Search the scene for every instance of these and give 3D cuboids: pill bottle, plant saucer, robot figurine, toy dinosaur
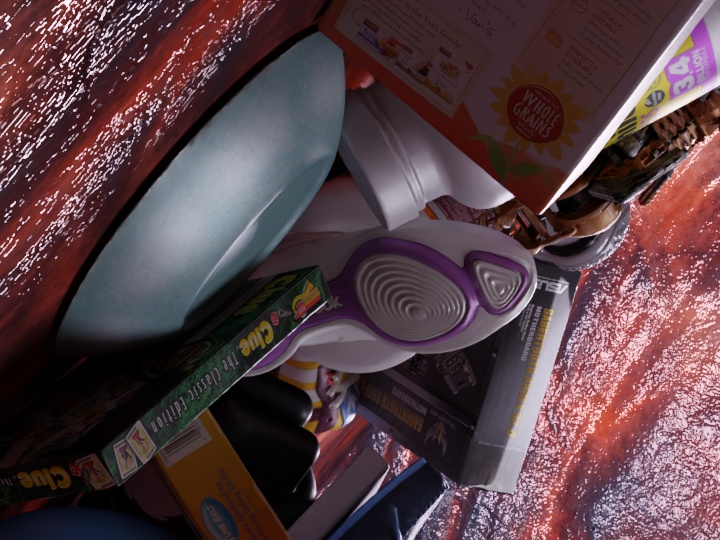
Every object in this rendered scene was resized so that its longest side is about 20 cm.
[{"bbox_3d":[0.023,-0.013,1.318,0.114,0.114,0.200,-51,173,19],"label":"pill bottle"},{"bbox_3d":[-0.062,-0.024,1.010,0.201,0.039,0.201,-48,174,-7],"label":"plant saucer"},{"bbox_3d":[-0.105,0.152,1.348,0.200,0.125,0.150,-53,167,23],"label":"robot figurine"},{"bbox_3d":[0.084,-0.099,1.096,0.199,0.105,0.104,-28,172,-4],"label":"pill bottle"},{"bbox_3d":[0.116,-0.064,1.178,0.199,0.103,0.136,-16,-154,-3],"label":"toy dinosaur"}]

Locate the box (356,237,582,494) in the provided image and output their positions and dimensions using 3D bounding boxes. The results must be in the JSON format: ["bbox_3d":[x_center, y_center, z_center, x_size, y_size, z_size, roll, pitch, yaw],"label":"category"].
[{"bbox_3d":[0.061,0.045,1.485,0.200,0.048,0.159,29,-75,59],"label":"box"}]

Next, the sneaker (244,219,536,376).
[{"bbox_3d":[0.000,0.000,1.163,0.199,0.075,0.100,-7,-158,19],"label":"sneaker"}]

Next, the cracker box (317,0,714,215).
[{"bbox_3d":[0.085,-0.139,0.916,0.058,0.134,0.200,-42,171,-48],"label":"cracker box"}]

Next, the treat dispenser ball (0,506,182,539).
[{"bbox_3d":[-0.150,0.224,1.117,0.201,0.201,0.201,-48,174,-7],"label":"treat dispenser ball"}]

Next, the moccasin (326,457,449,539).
[{"bbox_3d":[-0.010,0.202,1.276,0.200,0.068,0.080,-49,171,-3],"label":"moccasin"}]

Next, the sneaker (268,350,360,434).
[{"bbox_3d":[-0.026,0.058,1.501,0.075,0.090,0.200,-43,171,-45],"label":"sneaker"}]

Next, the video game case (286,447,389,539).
[{"bbox_3d":[-0.065,0.211,1.331,0.200,0.022,0.182,-45,170,-23],"label":"video game case"}]

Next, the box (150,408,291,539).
[{"bbox_3d":[-0.072,0.133,1.156,0.041,0.119,0.200,-31,164,-10],"label":"box"}]

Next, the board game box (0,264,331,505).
[{"bbox_3d":[-0.103,0.054,1.024,0.104,0.024,0.200,-14,-164,35],"label":"board game box"}]

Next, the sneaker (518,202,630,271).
[{"bbox_3d":[0.114,-0.102,1.382,0.075,0.115,0.201,-29,-140,23],"label":"sneaker"}]
